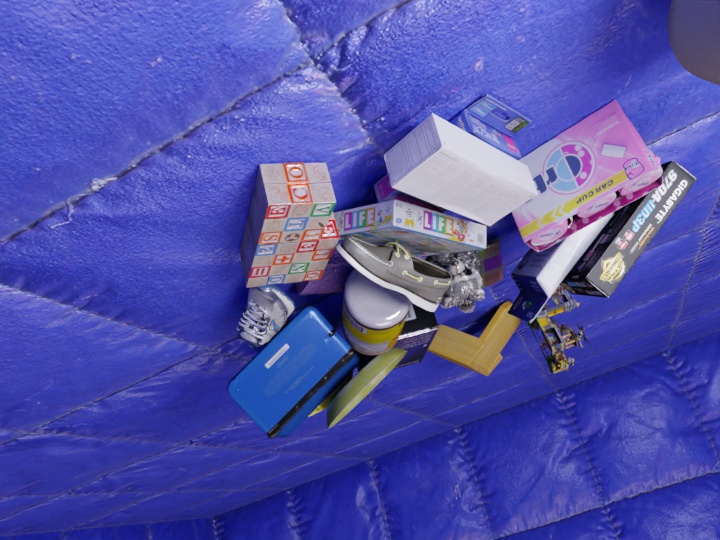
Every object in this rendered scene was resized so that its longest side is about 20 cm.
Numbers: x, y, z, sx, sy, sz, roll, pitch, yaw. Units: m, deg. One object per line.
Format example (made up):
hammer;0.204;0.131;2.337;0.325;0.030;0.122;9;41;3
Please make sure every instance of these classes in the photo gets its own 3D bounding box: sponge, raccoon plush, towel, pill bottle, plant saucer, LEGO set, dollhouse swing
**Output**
sponge;0.000;0.000;1.008;0.195;0.030;0.112;-4;153;-29
raccoon plush;0.185;0.041;1.031;0.095;0.136;0.200;-30;131;18
towel;0.203;0.003;1.157;0.140;0.023;0.201;-20;154;6
pill bottle;0.022;0.072;1.001;0.106;0.112;0.201;-12;157;-9
plant saucer;0.005;0.206;1.101;0.199;0.031;0.201;-42;167;-12
LEGO set;0.470;0.129;1.415;0.113;0.203;0.156;-19;136;2
dollhouse swing;0.277;0.148;1.491;0.178;0.180;0.199;19;174;30

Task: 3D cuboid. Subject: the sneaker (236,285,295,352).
sneaker;-0.157;0.080;0.973;0.086;0.076;0.201;-51;166;-24

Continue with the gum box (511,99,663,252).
gum box;0.302;-0.129;0.836;0.198;0.116;0.065;-32;152;28

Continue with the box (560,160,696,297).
box;0.377;-0.056;0.886;0.202;0.046;0.159;-54;179;0

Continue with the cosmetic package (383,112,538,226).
cosmetic package;0.126;-0.116;0.731;0.197;0.052;0.082;14;145;-43

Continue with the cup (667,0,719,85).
cup;0.379;-0.255;0.570;0.195;0.206;0.143;-12;179;-10

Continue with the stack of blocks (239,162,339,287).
stack of blocks;-0.089;-0.056;0.798;0.112;0.060;0.201;-7;153;-22

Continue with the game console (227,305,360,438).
game console;-0.109;0.180;1.043;0.200;0.171;0.118;-43;-167;-7

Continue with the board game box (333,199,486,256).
board game box;0.069;-0.056;0.863;0.197;0.035;0.133;10;170;-42

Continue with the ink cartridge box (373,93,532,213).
ink cartridge box;0.124;-0.139;0.792;0.118;0.043;0.199;9;142;-45

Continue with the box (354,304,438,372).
box;0.059;0.121;1.205;0.144;0.107;0.201;-13;155;-10

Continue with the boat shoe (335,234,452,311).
boat shoe;0.051;-0.007;0.850;0.199;0.072;0.061;28;107;-36

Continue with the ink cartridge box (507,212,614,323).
ink cartridge box;0.297;-0.016;0.963;0.202;0.040;0.200;-54;178;2

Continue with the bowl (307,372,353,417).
bowl;-0.122;0.187;1.192;0.195;0.201;0.110;-20;114;6
